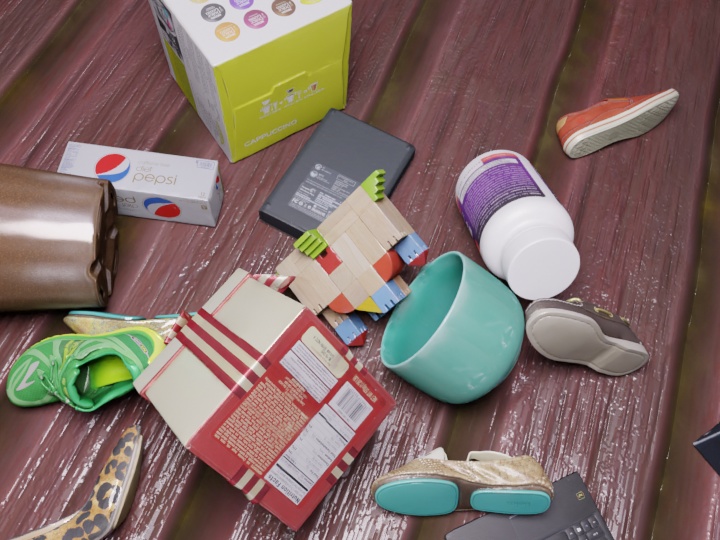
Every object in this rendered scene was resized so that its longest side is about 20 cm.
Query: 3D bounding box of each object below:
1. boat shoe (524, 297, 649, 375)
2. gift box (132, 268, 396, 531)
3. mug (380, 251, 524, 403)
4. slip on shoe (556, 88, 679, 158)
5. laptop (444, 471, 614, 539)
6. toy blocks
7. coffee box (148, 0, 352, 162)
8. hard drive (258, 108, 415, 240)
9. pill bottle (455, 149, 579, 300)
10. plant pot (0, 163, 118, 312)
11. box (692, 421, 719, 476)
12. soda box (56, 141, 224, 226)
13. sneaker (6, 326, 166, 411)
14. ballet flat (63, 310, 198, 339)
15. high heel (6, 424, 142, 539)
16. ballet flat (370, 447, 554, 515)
[{"bbox_3d":[0.259,0.069,0.775,0.199,0.072,0.060,20,41,-31],"label":"boat shoe"},{"bbox_3d":[-0.089,0.115,0.679,0.200,0.185,0.186,-45,31,-18],"label":"gift box"},{"bbox_3d":[0.117,0.060,0.759,0.114,0.152,0.186,34,55,-14],"label":"mug"},{"bbox_3d":[0.376,-0.227,0.967,0.199,0.074,0.061,-21,64,-9],"label":"slip on shoe"},{"bbox_3d":[0.212,0.323,0.663,0.176,0.103,0.201,-19,67,-13],"label":"laptop"},{"bbox_3d":[0.000,0.000,0.777,0.200,0.100,0.137,-42,83,22],"label":"toy blocks"},{"bbox_3d":[-0.146,-0.309,0.895,0.199,0.200,0.198,-30,70,-17],"label":"coffee box"},{"bbox_3d":[-0.028,-0.121,0.904,0.139,0.033,0.201,26,65,9],"label":"hard drive"},{"bbox_3d":[0.189,-0.056,0.801,0.110,0.112,0.201,-3,34,-5],"label":"pill bottle"},{"bbox_3d":[-0.391,-0.037,0.757,0.196,0.201,0.202,2,63,-11],"label":"plant pot"},{"bbox_3d":[0.512,0.224,0.731,0.148,0.107,0.200,-31,69,-17],"label":"box"},{"bbox_3d":[-0.283,-0.112,0.862,0.198,0.068,0.064,8,63,0],"label":"soda box"},{"bbox_3d":[-0.307,0.109,0.715,0.198,0.084,0.075,-15,106,14],"label":"sneaker"},{"bbox_3d":[-0.249,0.080,0.775,0.198,0.071,0.071,0,64,-4],"label":"ballet flat"},{"bbox_3d":[-0.315,0.243,0.680,0.141,0.071,0.201,17,73,-2],"label":"high heel"},{"bbox_3d":[0.110,0.231,0.732,0.198,0.071,0.065,4,35,-2],"label":"ballet flat"}]
